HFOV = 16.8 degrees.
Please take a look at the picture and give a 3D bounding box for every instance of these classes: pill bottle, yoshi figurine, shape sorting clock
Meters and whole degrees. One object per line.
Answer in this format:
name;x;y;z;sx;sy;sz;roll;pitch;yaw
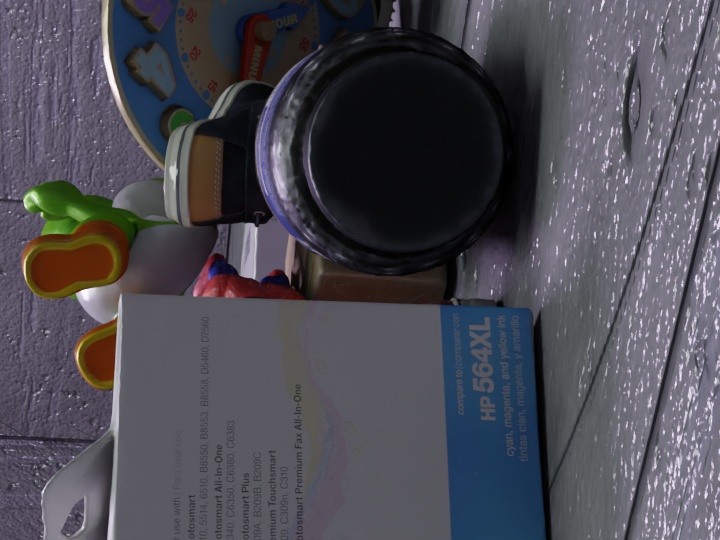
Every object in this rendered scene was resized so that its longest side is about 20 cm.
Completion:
pill bottle;0.010;-0.055;1.126;0.200;0.111;0.113;-150;63;-84
yoshi figurine;-0.143;0.001;1.353;0.200;0.111;0.113;-72;2;-74
shape sorting clock;-0.065;-0.141;1.429;0.039;0.199;0.202;6;94;47

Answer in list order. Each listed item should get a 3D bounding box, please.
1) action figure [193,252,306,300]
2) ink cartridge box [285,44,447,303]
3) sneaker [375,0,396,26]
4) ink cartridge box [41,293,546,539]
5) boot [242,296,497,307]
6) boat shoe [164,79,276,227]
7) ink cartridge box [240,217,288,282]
action figure;-0.065;0.046;1.321;0.200;0.065;0.100;-164;86;-85
ink cartridge box;0.000;0.000;1.381;0.201;0.074;0.166;100;172;-52
sneaker;-0.037;-0.126;1.530;0.069;0.099;0.201;-25;47;35
ink cartridge box;-0.032;0.094;1.022;0.129;0.198;0.126;103;168;-59
boot;-0.017;0.054;1.181;0.200;0.143;0.073;108;163;-73
boat shoe;-0.054;-0.060;1.317;0.200;0.062;0.075;-46;-42;-76
ink cartridge box;-0.045;0.033;1.763;0.146;0.084;0.202;110;162;-72
